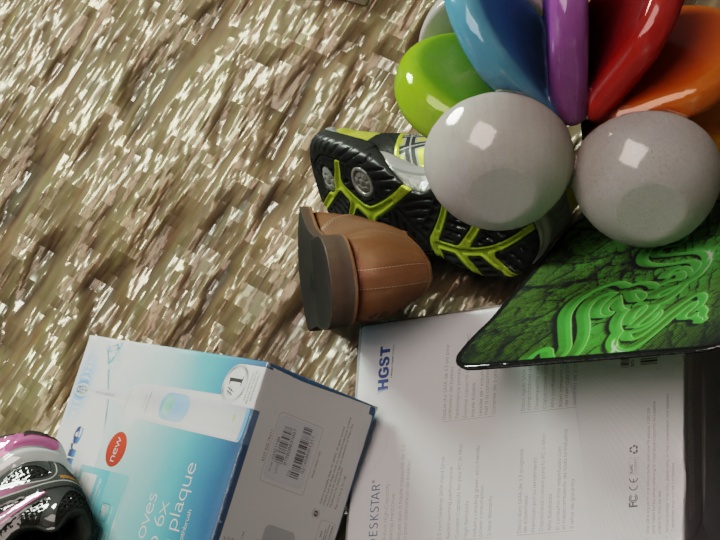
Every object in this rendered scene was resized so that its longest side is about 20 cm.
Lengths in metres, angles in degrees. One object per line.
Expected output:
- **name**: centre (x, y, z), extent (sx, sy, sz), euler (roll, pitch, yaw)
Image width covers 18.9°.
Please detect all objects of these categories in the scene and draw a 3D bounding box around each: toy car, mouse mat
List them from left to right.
- **toy car**: centre (0.121, -0.117, 1.199), extent (0.198, 0.151, 0.176), euler (6, 40, -4)
- **mouse mat**: centre (0.155, 0.002, 1.168), extent (0.160, 0.008, 0.200), euler (-6, 23, 31)

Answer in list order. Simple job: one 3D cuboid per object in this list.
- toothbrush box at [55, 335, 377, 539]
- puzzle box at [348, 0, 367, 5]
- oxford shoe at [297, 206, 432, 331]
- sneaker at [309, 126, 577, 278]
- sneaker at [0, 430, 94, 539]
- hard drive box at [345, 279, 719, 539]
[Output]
- **toothbrush box**: centre (-0.099, 0.124, 1.243), extent (0.199, 0.085, 0.148), euler (6, 75, 55)
- **puzzle box**: centre (-0.049, -0.264, 1.485), extent (0.199, 0.025, 0.134), euler (19, 78, 34)
- **oxford shoe**: centre (0.000, 0.000, 1.268), extent (0.071, 0.200, 0.072), euler (-7, 99, -10)
- **sneaker**: centre (0.050, -0.048, 1.310), extent (0.199, 0.076, 0.076), euler (21, 43, 41)
- **sneaker**: centre (-0.222, 0.191, 1.223), extent (0.086, 0.080, 0.201), euler (38, 100, 50)
- **hard drive box**: centre (0.097, 0.101, 1.195), extent (0.198, 0.077, 0.157), euler (-8, 63, 25)
